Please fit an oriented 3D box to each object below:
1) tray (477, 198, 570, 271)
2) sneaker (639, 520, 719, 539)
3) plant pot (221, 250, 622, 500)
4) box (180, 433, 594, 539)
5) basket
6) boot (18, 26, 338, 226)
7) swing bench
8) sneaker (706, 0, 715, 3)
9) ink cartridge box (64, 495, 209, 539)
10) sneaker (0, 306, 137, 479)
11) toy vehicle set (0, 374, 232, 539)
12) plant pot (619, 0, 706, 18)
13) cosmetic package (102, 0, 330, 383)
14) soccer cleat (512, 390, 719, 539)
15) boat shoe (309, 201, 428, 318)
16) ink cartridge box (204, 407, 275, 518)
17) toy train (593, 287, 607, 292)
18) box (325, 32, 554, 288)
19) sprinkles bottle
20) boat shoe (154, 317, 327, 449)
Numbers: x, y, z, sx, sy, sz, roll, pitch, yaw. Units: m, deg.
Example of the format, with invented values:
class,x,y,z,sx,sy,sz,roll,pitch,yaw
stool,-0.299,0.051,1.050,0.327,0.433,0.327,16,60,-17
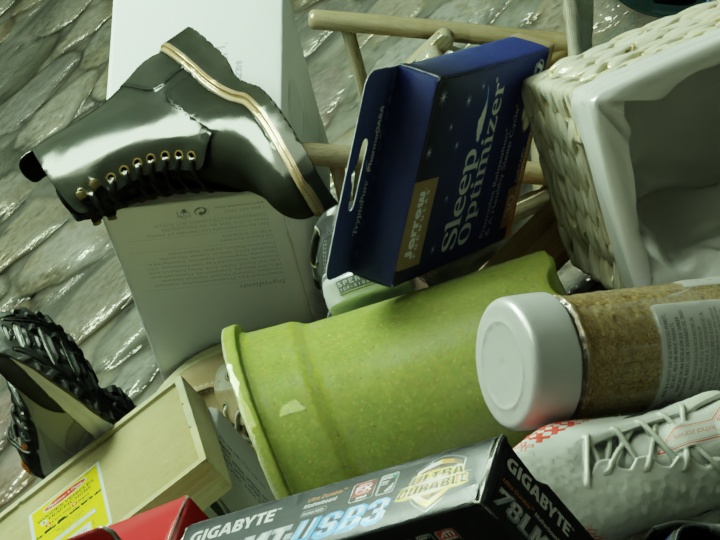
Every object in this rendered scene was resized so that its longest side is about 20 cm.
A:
class,x,y,z,sx,sy,sz,roll,pitch,yaw
tray,0.095,0.001,1.522,0.200,0.037,0.099,-46,-2,7
sneaker,0.143,0.161,1.217,0.199,0.078,0.070,-18,34,38
plant pot,0.047,0.084,1.374,0.184,0.201,0.201,-25,26,4
box,0.039,0.178,1.188,0.199,0.199,0.050,-21,31,35
basket,0.203,-0.078,1.403,0.199,0.136,0.123,-22,18,-16
boot,-0.110,-0.054,1.503,0.138,0.078,0.200,-35,36,-10
swing bench,0.069,-0.095,1.675,0.199,0.130,0.199,-10,31,10
sneaker,0.231,-0.130,1.561,0.078,0.090,0.200,1,51,55
ink cartridge box,-0.108,0.198,1.354,0.116,0.200,0.067,-23,30,31
sneaker,-0.195,0.095,1.596,0.079,0.200,0.074,-29,55,2
toy vehicle set,-0.171,0.156,1.517,0.200,0.027,0.124,-38,24,5
plant pot,0.197,-0.283,1.765,0.200,0.200,0.196,-37,32,4
cosmetic package,-0.093,-0.061,1.677,0.122,0.200,0.200,-7,51,8
soccer cleat,0.149,0.093,1.227,0.199,0.069,0.085,-5,-24,-38
boat shoe,0.000,0.000,1.496,0.070,0.067,0.200,-19,-11,4
ink cartridge box,-0.131,0.196,1.527,0.144,0.084,0.200,-30,27,22
toy train,0.099,0.060,1.501,0.200,0.034,0.046,-33,13,15
box,0.047,-0.061,1.392,0.032,0.122,0.200,20,19,23
sprinkles bottle,0.160,0.039,1.284,0.199,0.069,0.068,-5,13,-24
boat shoe,-0.061,0.086,1.634,0.199,0.072,0.065,-19,30,27
